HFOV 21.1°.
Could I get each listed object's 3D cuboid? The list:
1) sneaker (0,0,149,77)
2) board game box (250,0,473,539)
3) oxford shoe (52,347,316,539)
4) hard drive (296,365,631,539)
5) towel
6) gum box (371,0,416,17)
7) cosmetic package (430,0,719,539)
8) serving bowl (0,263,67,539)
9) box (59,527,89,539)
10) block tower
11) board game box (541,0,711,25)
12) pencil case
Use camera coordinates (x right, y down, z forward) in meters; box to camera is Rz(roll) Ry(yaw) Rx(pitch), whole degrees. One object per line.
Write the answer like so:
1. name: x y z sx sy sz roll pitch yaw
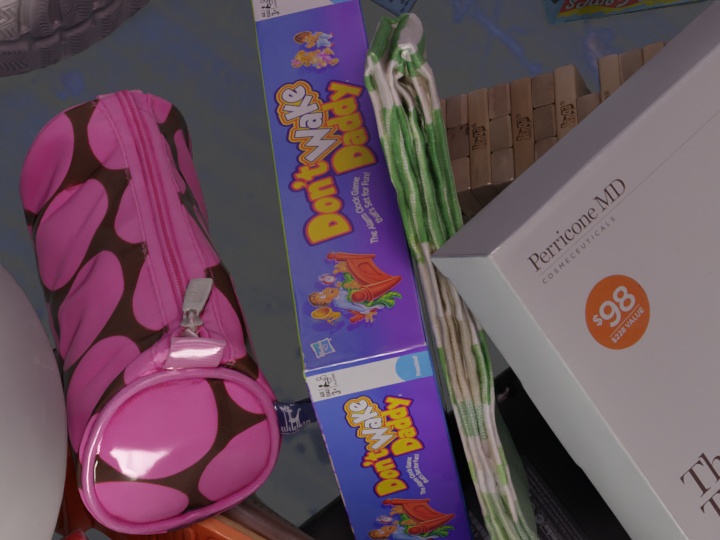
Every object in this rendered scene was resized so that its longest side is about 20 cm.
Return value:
1. sneaker: -0.134 -0.170 0.876 0.199 0.078 0.112 -32 76 -26
2. board game box: 0.000 0.000 0.764 0.044 0.135 0.201 -12 47 2
3. oxford shoe: -0.068 0.088 0.789 0.199 0.072 0.073 28 51 17
4. hard drive: 0.031 0.154 0.818 0.199 0.033 0.140 -35 81 -16
5. towel: 0.037 0.005 0.731 0.023 0.153 0.202 -15 101 4
6. gum box: -0.035 -0.224 0.870 0.199 0.045 0.171 29 47 -7
7. cosmetic package: 0.144 -0.008 0.677 0.200 0.052 0.151 -42 103 -18
8. serving bowl: -0.209 0.067 0.705 0.198 0.066 0.202 -5 74 18
9. box: -0.094 0.213 0.750 0.099 0.096 0.201 -34 81 -17
10. block tower: 0.111 -0.056 0.824 0.198 0.058 0.054 -15 54 23
11. board game box: 0.140 -0.203 0.850 0.102 0.200 0.106 -10 74 -11
12. pencil case: -0.085 0.006 0.767 0.090 0.094 0.201 -10 40 -13
